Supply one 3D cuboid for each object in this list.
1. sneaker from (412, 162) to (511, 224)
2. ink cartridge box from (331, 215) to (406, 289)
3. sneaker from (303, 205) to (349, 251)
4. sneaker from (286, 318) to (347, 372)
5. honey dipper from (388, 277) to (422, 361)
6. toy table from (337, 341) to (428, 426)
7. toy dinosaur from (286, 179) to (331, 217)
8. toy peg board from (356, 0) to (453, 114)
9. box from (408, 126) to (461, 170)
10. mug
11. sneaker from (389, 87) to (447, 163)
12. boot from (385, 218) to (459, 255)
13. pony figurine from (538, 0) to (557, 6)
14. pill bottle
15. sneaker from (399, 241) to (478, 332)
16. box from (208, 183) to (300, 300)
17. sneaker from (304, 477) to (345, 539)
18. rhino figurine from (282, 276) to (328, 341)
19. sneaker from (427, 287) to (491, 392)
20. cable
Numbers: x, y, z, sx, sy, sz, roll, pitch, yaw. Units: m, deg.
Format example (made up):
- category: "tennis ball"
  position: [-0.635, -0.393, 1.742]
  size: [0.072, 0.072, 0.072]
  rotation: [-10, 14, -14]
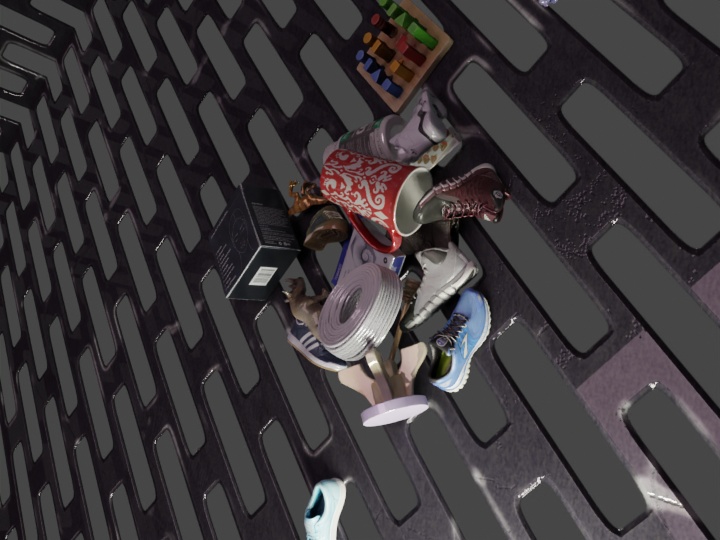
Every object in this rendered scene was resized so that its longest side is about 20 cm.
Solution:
- category: "sneaker"
  position: [0.203, -0.121, 1.378]
  size: [0.198, 0.076, 0.116]
  rotation: [-30, 62, -15]
- category: "ink cartridge box"
  position: [0.000, 0.000, 1.566]
  size: [0.200, 0.040, 0.203]
  rotation: [45, 127, 41]
- category: "sneaker"
  position: [-0.074, -0.110, 1.653]
  size: [0.199, 0.066, 0.092]
  rotation: [-23, 50, 64]
- category: "sneaker"
  position: [-0.087, 0.143, 1.625]
  size: [0.199, 0.069, 0.111]
  rotation: [29, 100, 46]
- category: "honey dipper"
  position: [0.084, 0.118, 1.500]
  size: [0.038, 0.038, 0.204]
  rotation: [17, 92, 43]
- category: "toy table"
  position: [0.055, 0.219, 1.383]
  size: [0.180, 0.200, 0.119]
  rotation: [-16, 71, -1]
- category: "toy dinosaur"
  position: [-0.149, -0.162, 1.772]
  size: [0.198, 0.060, 0.108]
  rotation: [-25, 64, 35]
- category: "toy peg board"
  position: [0.072, -0.500, 1.636]
  size: [0.200, 0.097, 0.201]
  rotation: [-51, 50, 20]
- category: "box"
  position: [0.129, -0.222, 1.538]
  size: [0.199, 0.041, 0.039]
  rotation: [-42, 90, 26]
- category: "mug"
  position: [0.019, -0.142, 1.429]
  size: [0.197, 0.133, 0.181]
  rotation: [23, 92, 31]
- category: "sneaker"
  position: [0.118, -0.299, 1.513]
  size: [0.114, 0.075, 0.202]
  rotation: [-37, 26, 27]
- category: "boot"
  position: [0.127, -0.111, 1.481]
  size: [0.172, 0.069, 0.205]
  rotation: [2, 109, 43]
- category: "pony figurine"
  position: [0.398, -0.582, 1.342]
  size: [0.199, 0.164, 0.197]
  rotation: [-29, 51, 51]
- category: "pill bottle"
  position: [0.015, -0.260, 1.608]
  size: [0.198, 0.112, 0.116]
  rotation: [-13, 70, 43]
- category: "sneaker"
  position: [0.129, 0.022, 1.437]
  size: [0.200, 0.075, 0.116]
  rotation: [-43, 79, 14]
- category: "box"
  position: [-0.264, -0.067, 1.786]
  size: [0.201, 0.122, 0.199]
  rotation: [-50, 51, 36]
- category: "sneaker"
  position: [-0.094, 0.532, 1.516]
  size: [0.073, 0.081, 0.205]
  rotation: [6, 83, 43]
- category: "rhino figurine"
  position: [-0.104, 0.080, 1.589]
  size: [0.087, 0.060, 0.200]
  rotation: [-41, 63, -15]
- category: "sneaker"
  position: [0.181, 0.129, 1.369]
  size: [0.078, 0.088, 0.204]
  rotation: [19, 92, 42]
- category: "cable"
  position: [-0.002, 0.077, 1.426]
  size: [0.201, 0.069, 0.200]
  rotation: [-54, 25, 10]
